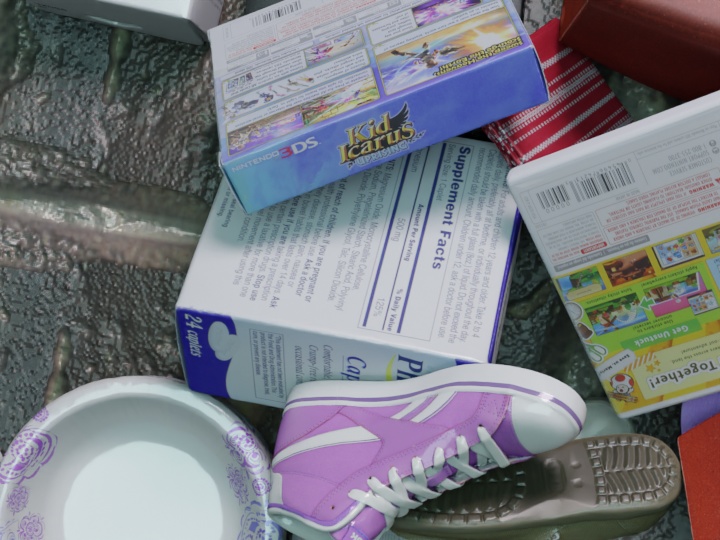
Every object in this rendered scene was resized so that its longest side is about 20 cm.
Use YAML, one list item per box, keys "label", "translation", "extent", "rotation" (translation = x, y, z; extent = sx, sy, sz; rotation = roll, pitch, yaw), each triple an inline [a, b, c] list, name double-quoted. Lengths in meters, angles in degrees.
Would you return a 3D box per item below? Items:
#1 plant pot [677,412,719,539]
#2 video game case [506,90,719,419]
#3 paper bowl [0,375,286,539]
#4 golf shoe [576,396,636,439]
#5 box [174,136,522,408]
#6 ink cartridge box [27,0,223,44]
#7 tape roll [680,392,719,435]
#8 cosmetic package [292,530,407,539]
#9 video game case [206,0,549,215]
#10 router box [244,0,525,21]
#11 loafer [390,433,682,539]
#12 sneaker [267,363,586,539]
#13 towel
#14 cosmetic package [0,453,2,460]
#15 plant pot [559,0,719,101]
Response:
- label: "plant pot"
  translation: [0.319, 0.150, 0.807]
  extent: [0.200, 0.200, 0.176]
  rotation: [43, 111, -9]
- label: "video game case"
  translation: [0.215, -0.014, 0.862]
  extent: [0.200, 0.023, 0.182]
  rotation: [-20, 109, 23]
- label: "paper bowl"
  translation: [-0.151, 0.173, 0.989]
  extent: [0.200, 0.104, 0.201]
  rotation: [0, 86, 0]
- label: "golf shoe"
  translation: [0.115, 0.168, 0.971]
  extent: [0.078, 0.097, 0.200]
  rotation: [44, 91, 8]
- label: "box"
  translation: [0.000, 0.000, 0.948]
  extent: [0.200, 0.105, 0.184]
  rotation: [10, 53, 7]
- label: "ink cartridge box"
  translation: [-0.160, -0.280, 1.032]
  extent: [0.144, 0.084, 0.200]
  rotation: [13, 89, 7]
- label: "tape roll"
  translation: [0.313, 0.091, 0.930]
  extent: [0.200, 0.066, 0.201]
  rotation: [6, 112, 14]
- label: "cosmetic package"
  translation: [0.000, 0.167, 0.948]
  extent: [0.082, 0.051, 0.200]
  rotation: [15, 58, -8]
- label: "video game case"
  translation: [0.004, -0.133, 0.915]
  extent: [0.200, 0.181, 0.046]
  rotation: [-20, 125, 6]
- label: "router box"
  translation: [0.019, -0.198, 1.025]
  extent: [0.200, 0.051, 0.150]
  rotation: [6, 89, 6]
- label: "loafer"
  translation: [0.101, 0.149, 0.900]
  extent: [0.199, 0.068, 0.076]
  rotation: [-1, 46, 9]
- label: "sneaker"
  translation: [0.036, 0.123, 0.848]
  extent: [0.200, 0.073, 0.114]
  rotation: [-10, 47, 29]
- label: "towel"
  translation: [0.153, -0.071, 0.963]
  extent: [0.022, 0.145, 0.200]
  rotation: [-34, 92, 44]
- label: "cosmetic package"
  translation: [-0.266, 0.237, 1.030]
  extent: [0.082, 0.051, 0.200]
  rotation: [-24, 84, 7]
- label: "plant pot"
  translation: [0.230, -0.212, 0.913]
  extent: [0.176, 0.200, 0.200]
  rotation: [10, 87, 0]
